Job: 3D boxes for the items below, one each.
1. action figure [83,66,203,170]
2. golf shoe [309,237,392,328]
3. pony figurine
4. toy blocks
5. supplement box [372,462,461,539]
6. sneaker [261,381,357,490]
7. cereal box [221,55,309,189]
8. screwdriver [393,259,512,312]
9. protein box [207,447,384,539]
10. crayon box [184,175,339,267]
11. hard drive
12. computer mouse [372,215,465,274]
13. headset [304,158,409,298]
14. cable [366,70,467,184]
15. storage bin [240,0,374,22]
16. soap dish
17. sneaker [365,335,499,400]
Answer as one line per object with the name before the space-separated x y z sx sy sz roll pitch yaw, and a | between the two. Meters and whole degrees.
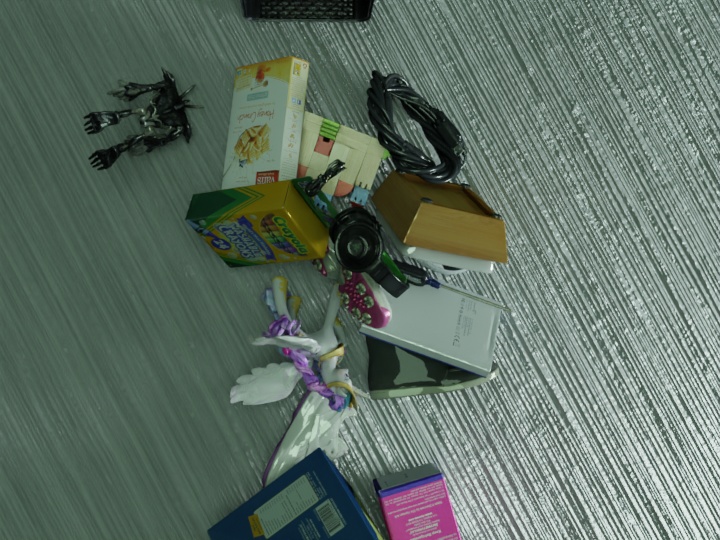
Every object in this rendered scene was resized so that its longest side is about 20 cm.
action figure | -0.322 -0.224 1.389 0.101 0.200 0.120 2 115 32
golf shoe | 0.000 0.000 1.380 0.091 0.076 0.201 -14 51 -32
pony figurine | -0.086 0.108 1.357 0.190 0.167 0.202 6 51 -21
toy blocks | -0.052 -0.153 1.422 0.197 0.100 0.138 20 97 -2
supplement box | 0.094 0.398 1.386 0.102 0.101 0.203 -14 88 -5
sneaker | -0.077 0.270 1.396 0.099 0.075 0.202 29 86 0
cereal box | -0.142 -0.203 1.391 0.039 0.143 0.203 10 84 -42
screwdriver | 0.133 0.031 1.414 0.198 0.028 0.029 25 80 1
protein box | -0.071 0.400 1.312 0.199 0.135 0.199 -36 46 -4
crayon box | -0.131 -0.065 1.343 0.197 0.126 0.052 -6 55 27
hard drive | 0.106 0.070 1.409 0.197 0.025 0.133 20 50 -2
computer mouse | 0.083 -0.032 1.419 0.197 0.110 0.044 19 106 -10
headset | 0.004 -0.052 1.280 0.094 0.124 0.200 -42 110 8
cable | 0.071 -0.209 1.397 0.201 0.163 0.051 52 130 2
storage bin | -0.079 -0.434 1.404 0.197 0.135 0.095 -1 87 -3
soap dish | 0.112 -0.075 1.350 0.155 0.200 0.082 11 108 -16
sneaker | 0.105 0.128 1.415 0.197 0.075 0.108 -8 87 -3
